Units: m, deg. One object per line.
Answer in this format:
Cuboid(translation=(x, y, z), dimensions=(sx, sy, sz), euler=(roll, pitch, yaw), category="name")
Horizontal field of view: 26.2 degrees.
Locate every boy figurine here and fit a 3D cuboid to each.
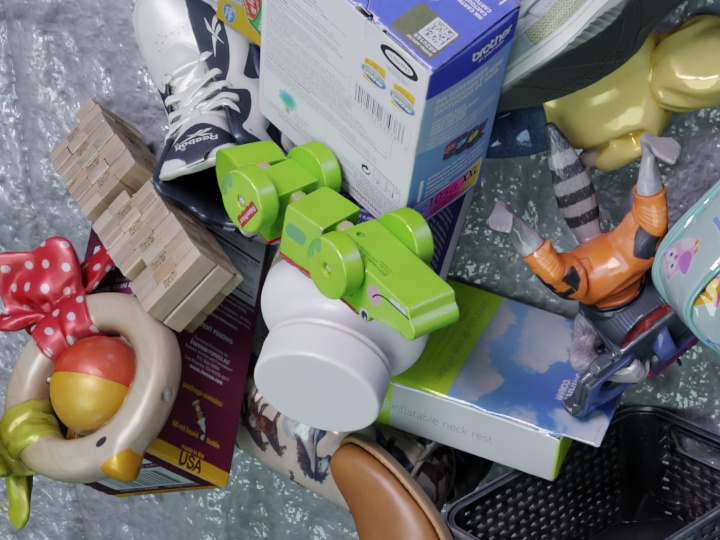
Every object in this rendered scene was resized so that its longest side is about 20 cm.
Cuboid(translation=(0.148, -0.121, 0.971), dimensions=(0.199, 0.064, 0.125), euler=(-12, 114, 27), category="boy figurine")

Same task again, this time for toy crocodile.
Cuboid(translation=(-0.021, -0.020, 0.914), dimensions=(0.200, 0.067, 0.062), euler=(38, 135, 31), category="toy crocodile")

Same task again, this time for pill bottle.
Cuboid(translation=(0.000, 0.000, 1.003), dimensions=(0.111, 0.201, 0.111), euler=(12, 143, 10), category="pill bottle")

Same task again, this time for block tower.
Cuboid(translation=(-0.150, -0.037, 1.055), dimensions=(0.058, 0.200, 0.054), euler=(-45, 136, 8), category="block tower")

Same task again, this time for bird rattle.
Cuboid(translation=(-0.185, 0.072, 1.020), dimensions=(0.162, 0.201, 0.113), euler=(5, 147, 30), category="bird rattle")

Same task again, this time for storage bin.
Cuboid(translation=(0.168, 0.183, 1.020), dimensions=(0.135, 0.199, 0.094), euler=(23, 128, 49), category="storage bin")

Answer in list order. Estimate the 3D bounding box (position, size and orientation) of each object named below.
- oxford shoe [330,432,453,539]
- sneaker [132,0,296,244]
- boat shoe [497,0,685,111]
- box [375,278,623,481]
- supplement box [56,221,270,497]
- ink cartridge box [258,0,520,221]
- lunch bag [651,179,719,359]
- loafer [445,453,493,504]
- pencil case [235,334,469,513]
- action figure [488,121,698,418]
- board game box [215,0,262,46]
Cuboid(translation=(0.024, 0.198, 0.991), dimensions=(0.201, 0.071, 0.071), euler=(62, 153, 17), category="oxford shoe")
Cuboid(translation=(-0.104, -0.104, 1.036), dimensions=(0.079, 0.130, 0.200), euler=(-23, 93, 14), category="sneaker")
Cuboid(translation=(0.131, -0.159, 0.882), dimensions=(0.202, 0.074, 0.065), euler=(-43, 61, 47), category="boat shoe")
Cuboid(translation=(0.081, 0.067, 1.060), dimensions=(0.199, 0.122, 0.048), euler=(18, 130, 16), category="box")
Cuboid(translation=(-0.143, 0.051, 1.098), dimensions=(0.110, 0.201, 0.086), euler=(-11, 150, 36), category="supplement box")
Cuboid(translation=(0.012, -0.130, 0.890), dimensions=(0.136, 0.076, 0.200), euler=(43, 156, 19), category="ink cartridge box")
Cuboid(translation=(0.286, 0.008, 0.920), dimensions=(0.200, 0.077, 0.161), euler=(35, 102, -27), category="lunch bag")
Cuboid(translation=(-0.002, 0.133, 1.166), dimensions=(0.199, 0.063, 0.072), euler=(6, 117, 21), category="loafer")
Cuboid(translation=(-0.023, 0.114, 1.108), dimensions=(0.199, 0.078, 0.090), euler=(26, 117, 29), category="pencil case")
Cuboid(translation=(0.184, -0.012, 0.983), dimensions=(0.200, 0.105, 0.194), euler=(-33, 135, -3), category="action figure")
Cuboid(translation=(-0.017, -0.192, 0.974), dimensions=(0.134, 0.034, 0.200), euler=(34, 151, 6), category="board game box")
